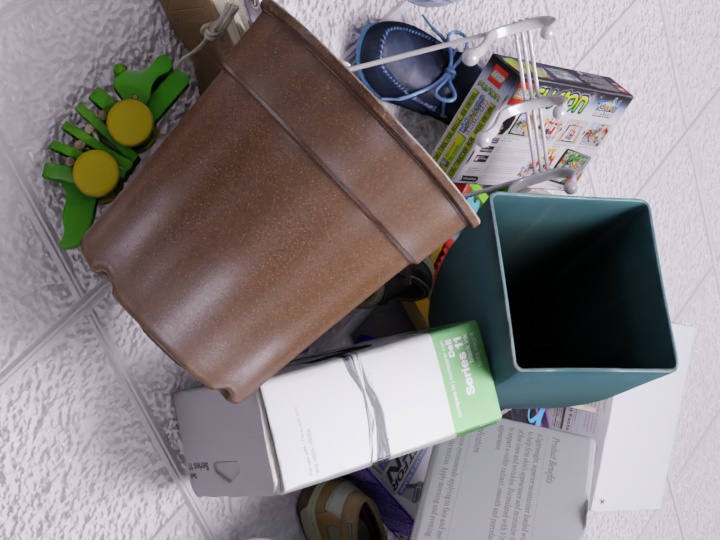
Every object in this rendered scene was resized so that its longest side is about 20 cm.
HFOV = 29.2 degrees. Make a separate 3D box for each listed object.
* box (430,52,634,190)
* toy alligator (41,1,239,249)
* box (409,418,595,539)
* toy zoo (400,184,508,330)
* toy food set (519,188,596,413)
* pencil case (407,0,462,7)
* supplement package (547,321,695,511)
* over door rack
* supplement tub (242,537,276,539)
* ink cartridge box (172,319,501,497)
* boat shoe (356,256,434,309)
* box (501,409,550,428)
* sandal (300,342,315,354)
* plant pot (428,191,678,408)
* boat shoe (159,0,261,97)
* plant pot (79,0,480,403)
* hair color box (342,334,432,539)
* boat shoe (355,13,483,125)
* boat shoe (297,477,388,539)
[{"bbox_3d":[0.154,-0.126,1.217,0.199,0.035,0.110,0,128,-52],"label":"box"},{"bbox_3d":[-0.157,-0.108,0.917,0.054,0.059,0.201,33,85,-4],"label":"toy alligator"},{"bbox_3d":[0.099,0.251,1.088,0.199,0.130,0.201,-68,168,-57],"label":"box"},{"bbox_3d":[0.098,-0.005,1.290,0.131,0.020,0.201,47,63,-46],"label":"toy zoo"},{"bbox_3d":[0.189,0.031,1.314,0.143,0.060,0.201,18,69,-60],"label":"toy food set"},{"bbox_3d":[0.109,-0.275,1.187,0.199,0.083,0.091,-17,90,-46],"label":"pencil case"},{"bbox_3d":[0.252,0.140,1.442,0.155,0.110,0.201,11,91,-51],"label":"supplement package"},{"bbox_3d":[0.068,-0.109,1.096,0.067,0.199,0.149,-93,172,-63],"label":"over door rack"},{"bbox_3d":[-0.061,0.322,1.091,0.132,0.131,0.201,-50,133,-31],"label":"supplement tub"},{"bbox_3d":[-0.020,0.103,1.033,0.199,0.146,0.084,-13,89,-34],"label":"ink cartridge box"},{"bbox_3d":[0.000,0.000,1.114,0.200,0.073,0.065,28,58,-55],"label":"boat shoe"},{"bbox_3d":[0.143,0.158,1.293,0.143,0.036,0.201,-18,96,-64],"label":"box"},{"bbox_3d":[-0.080,-0.010,1.023,0.079,0.087,0.201,-44,128,-33],"label":"sandal"},{"bbox_3d":[0.135,0.044,1.126,0.141,0.200,0.142,2,68,-21],"label":"plant pot"},{"bbox_3d":[-0.085,-0.155,0.993,0.065,0.072,0.201,-41,123,-30],"label":"boat shoe"},{"bbox_3d":[-0.062,-0.035,0.894,0.198,0.200,0.200,-43,135,0],"label":"plant pot"},{"bbox_3d":[0.042,0.160,1.229,0.110,0.065,0.200,-60,139,-23],"label":"hair color box"},{"bbox_3d":[0.076,-0.169,1.185,0.199,0.068,0.085,9,92,-51],"label":"boat shoe"},{"bbox_3d":[0.008,0.263,1.201,0.072,0.076,0.201,-51,134,-32],"label":"boat shoe"}]
